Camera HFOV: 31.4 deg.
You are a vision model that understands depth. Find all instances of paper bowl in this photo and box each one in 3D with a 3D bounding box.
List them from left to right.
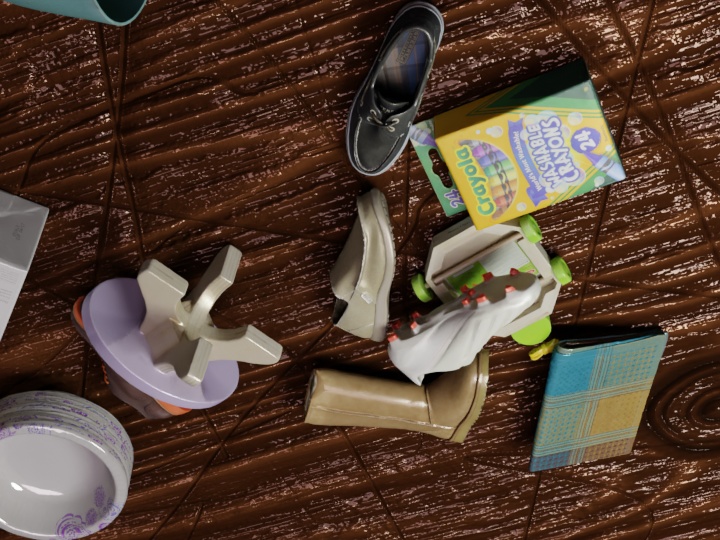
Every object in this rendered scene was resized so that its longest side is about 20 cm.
[{"bbox_3d":[-0.378,0.228,1.565,0.199,0.105,0.202,0,126,0],"label":"paper bowl"}]

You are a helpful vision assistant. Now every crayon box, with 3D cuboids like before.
[{"bbox_3d":[0.161,-0.123,1.335,0.199,0.052,0.126,-19,124,15],"label":"crayon box"}]

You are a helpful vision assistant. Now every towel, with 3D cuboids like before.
[{"bbox_3d":[0.281,0.156,1.537,0.146,0.022,0.201,-7,129,-17],"label":"towel"}]

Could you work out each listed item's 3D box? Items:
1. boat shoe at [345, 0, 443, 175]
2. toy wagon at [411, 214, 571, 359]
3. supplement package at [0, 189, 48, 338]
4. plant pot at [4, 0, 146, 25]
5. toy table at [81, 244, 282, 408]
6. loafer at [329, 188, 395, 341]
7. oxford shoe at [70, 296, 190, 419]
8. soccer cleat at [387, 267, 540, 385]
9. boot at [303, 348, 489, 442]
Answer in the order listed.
[{"bbox_3d":[0.029,-0.176,1.289,0.068,0.057,0.201,19,124,-2],"label":"boat shoe"},{"bbox_3d":[0.160,0.023,1.451,0.155,0.040,0.200,-29,122,20],"label":"toy wagon"},{"bbox_3d":[-0.436,0.018,1.399,0.119,0.122,0.200,21,123,-15],"label":"supplement package"},{"bbox_3d":[-0.280,-0.321,1.111,0.160,0.201,0.201,6,127,10],"label":"plant pot"},{"bbox_3d":[-0.193,0.064,1.410,0.199,0.185,0.117,26,140,-32],"label":"toy table"},{"bbox_3d":[0.000,0.000,1.412,0.068,0.076,0.201,-2,127,-5],"label":"loafer"},{"bbox_3d":[-0.282,0.111,1.501,0.072,0.071,0.200,-24,123,23],"label":"oxford shoe"},{"bbox_3d":[0.120,0.062,1.411,0.199,0.069,0.078,-27,110,28],"label":"soccer cleat"},{"bbox_3d":[0.041,0.142,1.511,0.199,0.066,0.176,10,137,-6],"label":"boot"}]
